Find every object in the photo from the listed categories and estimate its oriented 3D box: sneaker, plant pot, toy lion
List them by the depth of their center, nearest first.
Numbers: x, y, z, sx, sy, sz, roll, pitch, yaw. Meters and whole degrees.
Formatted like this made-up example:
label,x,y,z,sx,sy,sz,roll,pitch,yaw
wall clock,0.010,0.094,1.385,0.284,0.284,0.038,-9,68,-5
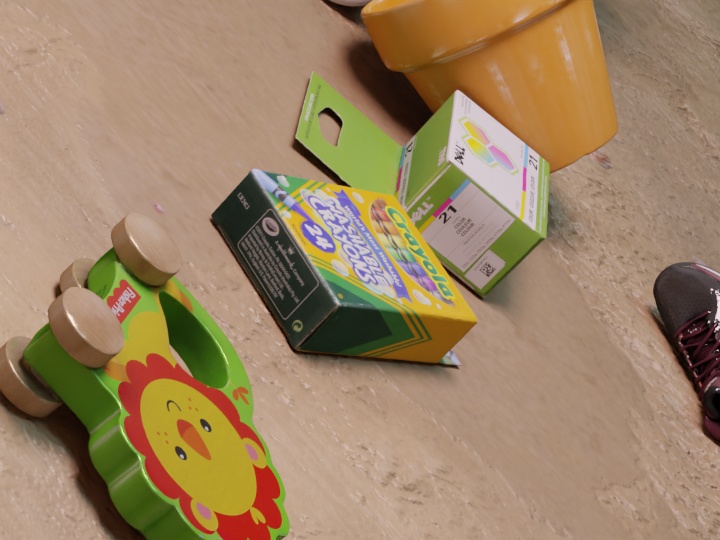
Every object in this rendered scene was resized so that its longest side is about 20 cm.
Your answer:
label,x,y,z,sx,sy,sz,roll,pitch,yaw
toy lion,-0.110,0.081,1.357,0.192,0.069,0.200,47,22,-9
plant pot,0.127,-0.177,1.997,0.184,0.199,0.200,65,20,-12
sneaker,0.305,0.077,2.002,0.200,0.076,0.115,52,28,17

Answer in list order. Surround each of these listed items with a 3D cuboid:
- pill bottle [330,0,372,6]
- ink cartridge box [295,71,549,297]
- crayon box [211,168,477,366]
label,x,y,z,sx,sy,sz,roll,pitch,yaw
pill bottle,0.012,-0.313,2.141,0.104,0.104,0.200,41,24,-5
ink cartridge box,0.052,-0.092,1.872,0.200,0.076,0.148,39,24,-14
crayon box,0.000,0.000,1.668,0.200,0.052,0.126,9,41,-54
